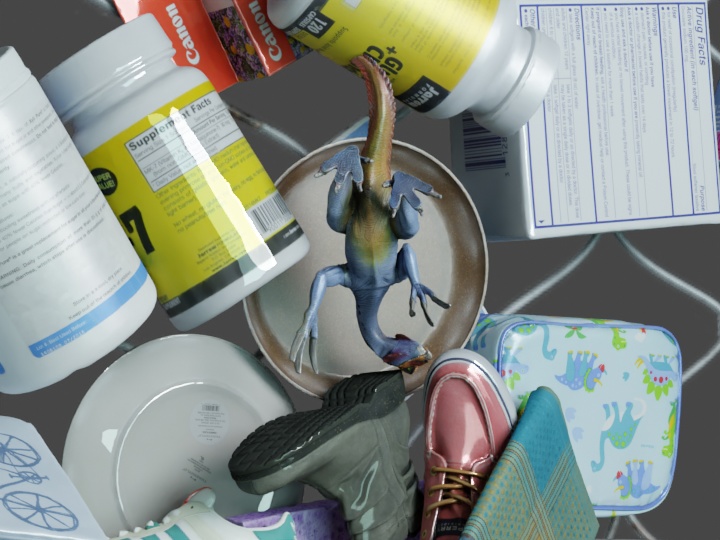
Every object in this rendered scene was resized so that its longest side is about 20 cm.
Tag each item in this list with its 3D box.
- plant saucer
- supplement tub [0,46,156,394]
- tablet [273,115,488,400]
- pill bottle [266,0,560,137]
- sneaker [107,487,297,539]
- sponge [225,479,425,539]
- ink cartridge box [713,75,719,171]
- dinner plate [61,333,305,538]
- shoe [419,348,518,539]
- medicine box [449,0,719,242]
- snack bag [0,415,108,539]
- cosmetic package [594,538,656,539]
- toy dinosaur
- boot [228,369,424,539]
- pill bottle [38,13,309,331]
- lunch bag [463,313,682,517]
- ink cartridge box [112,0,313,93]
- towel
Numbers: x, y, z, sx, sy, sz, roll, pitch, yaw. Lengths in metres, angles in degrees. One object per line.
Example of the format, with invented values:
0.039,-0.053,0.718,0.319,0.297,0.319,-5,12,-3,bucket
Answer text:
0.000,0.000,1.569,0.199,0.032,0.202,-3,98,-22,plant saucer
-0.236,-0.032,1.393,0.132,0.132,0.201,-36,107,-26,supplement tub
0.011,-0.003,1.609,0.130,0.014,0.201,-39,109,-26,tablet
0.041,-0.178,1.501,0.199,0.112,0.113,29,75,-18,pill bottle
-0.137,0.199,1.467,0.198,0.070,0.094,6,70,-3,sneaker
-0.012,0.226,1.568,0.199,0.030,0.113,-6,93,-38,sponge
0.380,-0.156,1.801,0.136,0.076,0.201,24,76,-29,ink cartridge box
-0.122,0.147,1.522,0.199,0.024,0.202,1,88,-32,dinner plate
0.077,0.164,1.528,0.091,0.071,0.202,-51,137,-67,shoe
0.178,-0.120,1.660,0.199,0.103,0.184,-5,92,-31,medicine box
-0.274,0.130,1.342,0.199,0.189,0.022,12,106,-31,snack bag
0.243,0.272,1.703,0.199,0.090,0.108,3,85,-28,cosmetic package
0.022,-0.014,1.481,0.104,0.182,0.201,11,63,8,toy dinosaur
-0.009,0.158,1.488,0.200,0.067,0.132,-26,105,-55,boot
-0.132,-0.069,1.456,0.114,0.114,0.201,-34,94,-27,pill bottle
0.159,0.117,1.651,0.199,0.082,0.162,3,89,-35,lunch bag
-0.075,-0.203,1.539,0.199,0.050,0.110,-33,106,-28,ink cartridge box
0.118,0.198,1.518,0.200,0.022,0.147,-55,134,-46,towel
